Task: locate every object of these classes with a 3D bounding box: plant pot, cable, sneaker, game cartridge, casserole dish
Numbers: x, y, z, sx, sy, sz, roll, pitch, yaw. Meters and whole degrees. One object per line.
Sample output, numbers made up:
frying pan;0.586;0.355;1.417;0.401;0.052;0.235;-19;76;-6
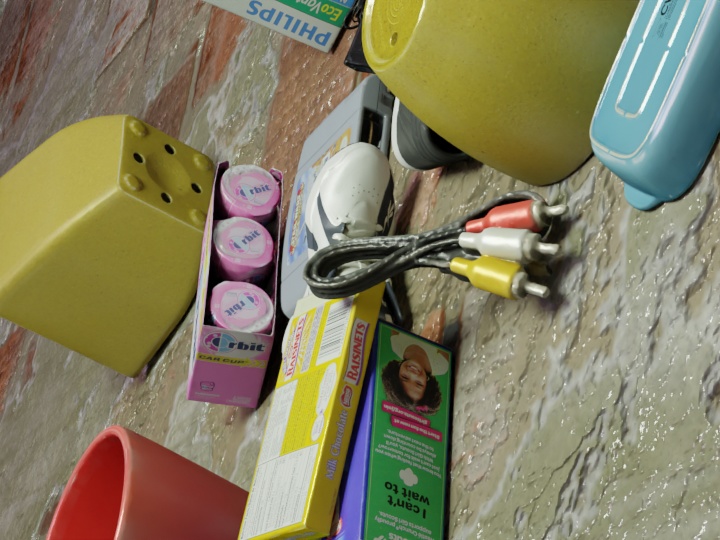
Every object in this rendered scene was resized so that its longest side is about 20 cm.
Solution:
plant pot;-0.144;0.243;1.642;0.200;0.177;0.201;-50;29;41
cable;0.053;-0.022;1.452;0.199;0.050;0.097;3;57;25
plant pot;-0.255;-0.046;2.180;0.200;0.194;0.196;-41;33;36
plant pot;0.085;-0.171;1.461;0.200;0.142;0.201;-39;45;54
sneaker;0.066;-0.172;1.607;0.099;0.071;0.201;-160;69;-67
game cartridge;-0.023;-0.058;1.816;0.133;0.041;0.200;-37;38;48
casserole dish;0.201;-0.137;1.325;0.200;0.039;0.121;-67;21;6
sneaker;0.000;0.000;1.644;0.130;0.079;0.200;15;86;68

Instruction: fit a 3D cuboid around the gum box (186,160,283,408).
gum box;-0.112;0.009;1.887;0.114;0.066;0.200;106;169;-50

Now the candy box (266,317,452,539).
candy box;-0.008;0.165;1.516;0.169;0.077;0.200;-44;34;45

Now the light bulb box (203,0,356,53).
light bulb box;-0.079;-0.346;1.986;0.200;0.198;0.125;-61;20;24

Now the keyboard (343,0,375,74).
keyboard;0.050;-0.262;1.831;0.104;0.040;0.200;18;83;50

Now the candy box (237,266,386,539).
candy box;-0.034;0.101;1.497;0.102;0.026;0.201;-29;43;57
